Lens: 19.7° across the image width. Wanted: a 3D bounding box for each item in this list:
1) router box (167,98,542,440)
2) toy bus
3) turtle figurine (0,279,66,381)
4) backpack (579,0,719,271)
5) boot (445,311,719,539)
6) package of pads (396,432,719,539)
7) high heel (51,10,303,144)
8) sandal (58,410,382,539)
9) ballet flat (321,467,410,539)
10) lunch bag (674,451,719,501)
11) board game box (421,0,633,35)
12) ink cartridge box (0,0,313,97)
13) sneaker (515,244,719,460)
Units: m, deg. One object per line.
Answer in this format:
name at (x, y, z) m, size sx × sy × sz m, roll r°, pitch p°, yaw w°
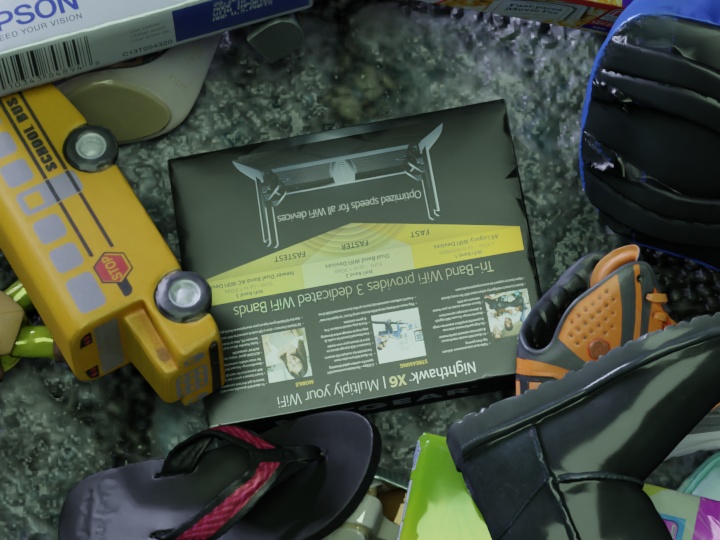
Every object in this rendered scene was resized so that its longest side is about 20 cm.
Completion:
router box at (0.000, 0.000, 1.178) m, size 0.198 × 0.052 × 0.159 m, roll -9°, pitch 77°, yaw 2°
toy bus at (-0.149, -0.012, 1.133) m, size 0.078 × 0.065 × 0.201 m, roll -26°, pitch 65°, yaw -16°
turtle figurine at (-0.205, 0.041, 1.176) m, size 0.160 × 0.065 × 0.201 m, roll -12°, pitch 61°, yaw -9°
backpack at (0.224, -0.079, 1.123) m, size 0.198 × 0.168 × 0.164 m, roll 13°, pitch 119°, yaw 12°
boot at (0.148, 0.139, 0.979) m, size 0.164 × 0.066 × 0.201 m, roll -25°, pitch 68°, yaw 8°
package of pads at (0.108, 0.181, 1.043) m, size 0.198 × 0.068 × 0.156 m, roll 12°, pitch 76°, yaw 11°
high heel at (-0.130, -0.154, 1.234) m, size 0.199 × 0.071 × 0.143 m, roll -21°, pitch 52°, yaw 12°
sandal at (-0.083, 0.119, 1.127) m, size 0.199 × 0.045 × 0.076 m, roll -14°, pitch 53°, yaw 18°
ballet flat at (0.027, 0.146, 1.132) m, size 0.198 × 0.071 × 0.070 m, roll 17°, pitch 77°, yaw 8°
lunch bag at (0.204, 0.203, 1.103) m, size 0.160 × 0.077 × 0.200 m, roll 38°, pitch 83°, yaw 12°
board game box at (0.070, -0.226, 1.184) m, size 0.199 × 0.046 × 0.153 m, roll 6°, pitch 75°, yaw -26°
ink cartridge box at (-0.148, -0.207, 1.183) m, size 0.195 × 0.043 × 0.201 m, roll -18°, pitch 60°, yaw -8°
sneaker at (0.177, 0.037, 1.116) m, size 0.198 × 0.078 × 0.113 m, roll -13°, pitch 98°, yaw -16°
